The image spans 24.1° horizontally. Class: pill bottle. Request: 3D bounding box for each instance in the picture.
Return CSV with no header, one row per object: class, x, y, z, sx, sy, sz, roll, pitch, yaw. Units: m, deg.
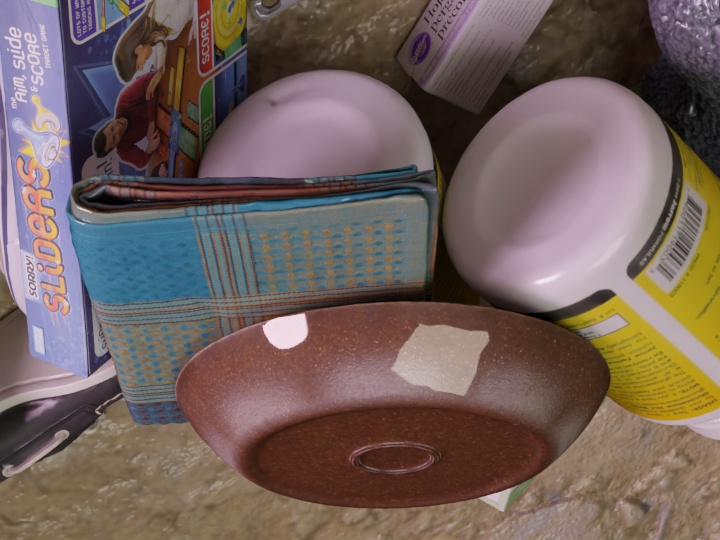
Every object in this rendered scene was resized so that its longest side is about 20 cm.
pill bottle,0.000,0.000,0.834,0.111,0.111,0.200,-31,147,-2
pill bottle,0.136,0.004,0.795,0.112,0.113,0.200,-44,133,9

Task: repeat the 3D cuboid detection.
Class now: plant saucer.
plant saucer,0.015,0.071,0.766,0.199,0.037,0.201,-1,154,0

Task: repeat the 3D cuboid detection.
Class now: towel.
towel,-0.041,0.016,0.728,0.146,0.022,0.200,-2,151,0

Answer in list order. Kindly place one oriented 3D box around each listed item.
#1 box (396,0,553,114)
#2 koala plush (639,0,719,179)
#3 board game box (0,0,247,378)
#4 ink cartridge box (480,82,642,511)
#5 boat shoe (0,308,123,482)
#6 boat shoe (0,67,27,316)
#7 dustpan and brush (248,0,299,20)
box,0.089,-0.171,0.816,0.041,0.039,0.200,19,114,-34
koala plush,0.195,-0.115,0.800,0.184,0.178,0.200,-40,152,14
board game box,-0.100,-0.070,0.749,0.135,0.034,0.201,-43,145,-47
ink cartridge box,0.115,0.013,0.911,0.145,0.048,0.201,-35,147,-52
boat shoe,-0.164,0.064,0.841,0.199,0.074,0.060,-28,131,-1
boat shoe,-0.154,-0.066,0.764,0.072,0.062,0.201,-52,151,-49
dustpan and brush,0.023,-0.176,0.731,0.200,0.057,0.140,-44,111,12
